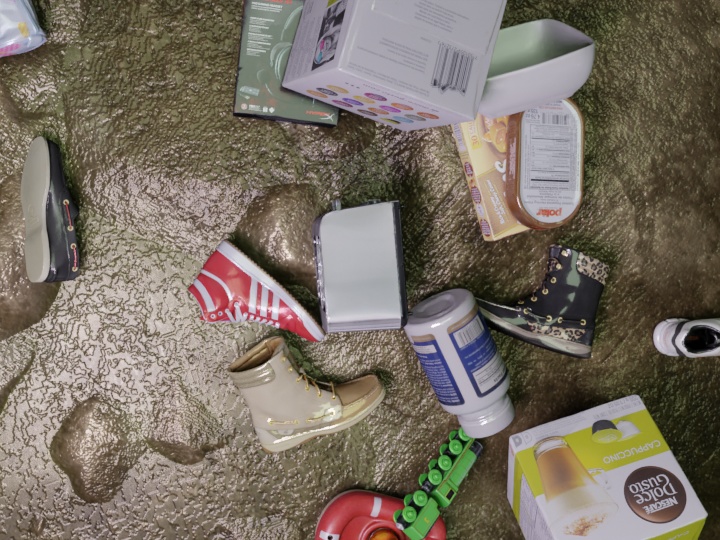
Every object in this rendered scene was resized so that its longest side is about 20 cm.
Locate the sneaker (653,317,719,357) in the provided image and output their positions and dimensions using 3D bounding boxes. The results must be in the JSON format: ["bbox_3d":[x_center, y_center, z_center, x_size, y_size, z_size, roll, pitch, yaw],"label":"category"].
[{"bbox_3d":[0.559,0.105,1.454,0.199,0.080,0.074,-7,93,-9],"label":"sneaker"}]

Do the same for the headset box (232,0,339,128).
[{"bbox_3d":[-0.097,-0.310,1.328,0.148,0.077,0.201,7,95,-9],"label":"headset box"}]

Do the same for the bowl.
[{"bbox_3d":[0.214,-0.279,1.326,0.199,0.200,0.075,-16,117,-5],"label":"bowl"}]

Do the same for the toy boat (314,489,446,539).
[{"bbox_3d":[0.033,0.401,1.368,0.199,0.131,0.131,16,91,-9],"label":"toy boat"}]

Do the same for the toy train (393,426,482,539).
[{"bbox_3d":[0.118,0.308,1.378,0.056,0.042,0.200,44,55,-3],"label":"toy train"}]

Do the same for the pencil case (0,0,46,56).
[{"bbox_3d":[-0.489,-0.387,1.260,0.090,0.083,0.201,-15,97,15],"label":"pencil case"}]

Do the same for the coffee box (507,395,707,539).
[{"bbox_3d":[0.335,0.331,1.328,0.199,0.200,0.198,-17,53,-6],"label":"coffee box"}]

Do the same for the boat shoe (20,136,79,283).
[{"bbox_3d":[-0.426,-0.083,1.304,0.063,0.074,0.202,0,83,-44],"label":"boat shoe"}]

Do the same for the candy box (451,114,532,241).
[{"bbox_3d":[0.215,-0.155,1.395,0.115,0.055,0.201,-18,96,-8],"label":"candy box"}]

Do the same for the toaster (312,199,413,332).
[{"bbox_3d":[0.000,0.000,1.314,0.118,0.181,0.201,-5,94,-5],"label":"toaster"}]

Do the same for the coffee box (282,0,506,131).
[{"bbox_3d":[0.043,-0.310,1.223,0.199,0.198,0.201,16,87,-26],"label":"coffee box"}]

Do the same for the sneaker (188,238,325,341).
[{"bbox_3d":[-0.152,0.060,1.347,0.200,0.071,0.113,41,84,-1],"label":"sneaker"}]

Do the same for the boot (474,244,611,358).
[{"bbox_3d":[0.270,0.034,1.409,0.200,0.073,0.151,20,85,1],"label":"boot"}]

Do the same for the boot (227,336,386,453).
[{"bbox_3d":[-0.075,0.158,1.349,0.200,0.073,0.156,-22,114,-1],"label":"boot"}]

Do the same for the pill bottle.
[{"bbox_3d":[0.149,0.136,1.366,0.111,0.111,0.200,-28,106,-6],"label":"pill bottle"}]

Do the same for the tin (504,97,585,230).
[{"bbox_3d":[0.266,-0.159,1.359,0.112,0.042,0.201,1,91,-11],"label":"tin"}]
